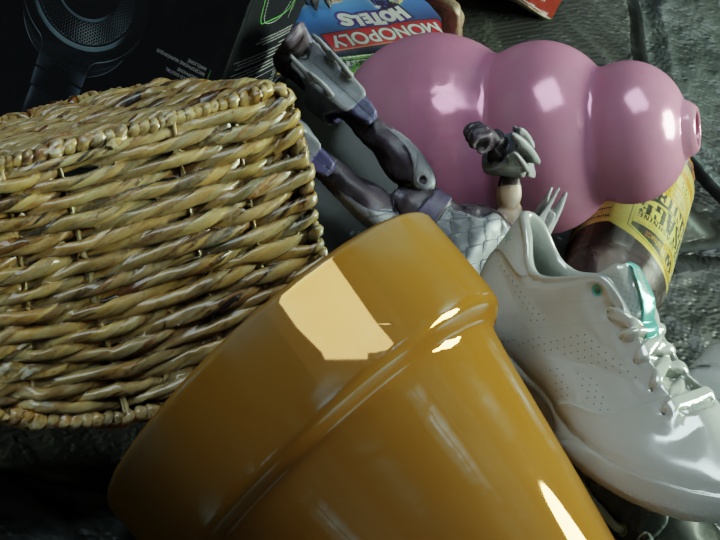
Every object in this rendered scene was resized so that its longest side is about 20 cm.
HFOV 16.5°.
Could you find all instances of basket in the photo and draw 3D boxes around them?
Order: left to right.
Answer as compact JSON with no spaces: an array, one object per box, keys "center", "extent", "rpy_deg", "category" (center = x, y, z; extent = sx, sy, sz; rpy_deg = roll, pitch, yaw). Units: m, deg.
[{"center":[-0.131,-0.005,1.185],"extent":[0.199,0.144,0.149],"rpy_deg":[-18,13,-28],"category":"basket"}]

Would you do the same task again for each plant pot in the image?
[{"center":[0.017,0.108,1.130],"extent":[0.183,0.200,0.200],"rpy_deg":[47,45,11],"category":"plant pot"}]

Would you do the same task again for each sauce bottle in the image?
[{"center":[0.146,-0.003,1.401],"extent":[0.066,0.066,0.201],"rpy_deg":[19,40,2],"category":"sauce bottle"}]

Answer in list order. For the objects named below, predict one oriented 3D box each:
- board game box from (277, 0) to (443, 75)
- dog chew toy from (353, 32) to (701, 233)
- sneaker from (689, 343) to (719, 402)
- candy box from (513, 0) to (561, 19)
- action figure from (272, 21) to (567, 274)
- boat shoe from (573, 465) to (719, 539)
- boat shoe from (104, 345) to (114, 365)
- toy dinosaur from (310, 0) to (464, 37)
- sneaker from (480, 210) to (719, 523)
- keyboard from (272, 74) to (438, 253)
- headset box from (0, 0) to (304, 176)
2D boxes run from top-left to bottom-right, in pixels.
[{"center":[-0.051,-0.133,1.482],"extent":[0.199,0.062,0.200],"rpy_deg":[-9,47,-31],"category":"board game box"},{"center":[0.089,-0.073,1.378],"extent":[0.198,0.125,0.125],"rpy_deg":[-2,35,16],"category":"dog chew toy"},{"center":[0.230,0.127,1.271],"extent":[0.200,0.076,0.088],"rpy_deg":[37,59,25],"category":"sneaker"},{"center":[0.041,-0.239,1.611],"extent":[0.199,0.056,0.115],"rpy_deg":[31,6,17],"category":"candy box"},{"center":[0.021,-0.037,1.280],"extent":[0.200,0.069,0.130],"rpy_deg":[40,76,1],"category":"action figure"},{"center":[0.135,0.114,1.228],"extent":[0.072,0.071,0.200],"rpy_deg":[-19,49,-39],"category":"boat shoe"},{"center":[-0.180,0.040,1.222],"extent":[0.198,0.071,0.064],"rpy_deg":[1,40,-9],"category":"boat shoe"},{"center":[0.017,-0.195,1.419],"extent":[0.135,0.200,0.086],"rpy_deg":[23,68,7],"category":"toy dinosaur"},{"center":[0.124,0.043,1.169],"extent":[0.075,0.089,0.200],"rpy_deg":[-4,32,-46],"category":"sneaker"},{"center":[0.000,0.000,1.314],"extent":[0.200,0.021,0.127],"rpy_deg":[40,69,-2],"category":"keyboard"},{"center":[-0.136,-0.130,1.343],"extent":[0.173,0.201,0.093],"rpy_deg":[28,23,12],"category":"headset box"}]
